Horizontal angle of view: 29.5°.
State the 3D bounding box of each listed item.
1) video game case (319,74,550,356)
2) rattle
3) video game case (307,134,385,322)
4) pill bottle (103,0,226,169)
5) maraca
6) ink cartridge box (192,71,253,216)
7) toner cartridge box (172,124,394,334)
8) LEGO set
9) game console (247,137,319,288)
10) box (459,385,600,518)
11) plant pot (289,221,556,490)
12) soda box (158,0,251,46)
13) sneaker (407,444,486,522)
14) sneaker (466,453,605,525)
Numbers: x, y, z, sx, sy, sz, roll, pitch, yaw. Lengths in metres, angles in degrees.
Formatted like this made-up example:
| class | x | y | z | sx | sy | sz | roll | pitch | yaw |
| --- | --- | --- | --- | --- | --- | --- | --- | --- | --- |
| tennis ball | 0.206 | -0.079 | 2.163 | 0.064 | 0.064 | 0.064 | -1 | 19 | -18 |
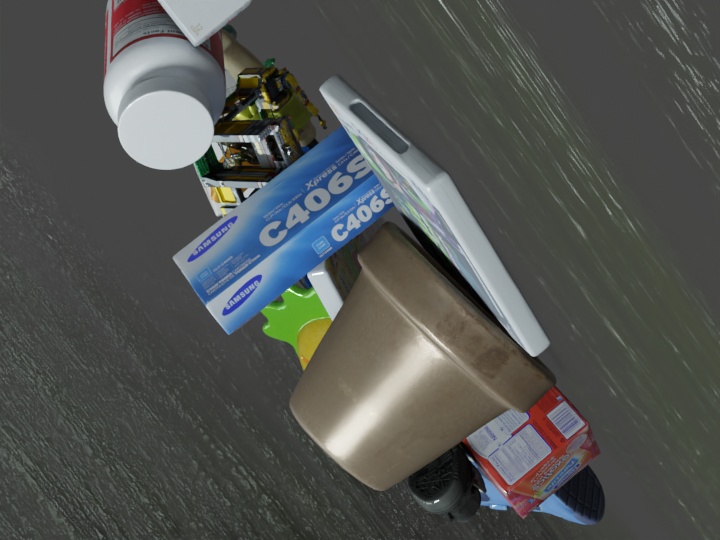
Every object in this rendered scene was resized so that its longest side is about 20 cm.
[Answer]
| class | x | y | z | sx | sy | sz | roll | pitch | yaw |
| --- | --- | --- | --- | --- | --- | --- | --- | --- | --- |
| video game case | 0.057 | -0.042 | 1.051 | 0.200 | 0.023 | 0.182 | 54 | 177 | -40 |
| rattle | -0.151 | -0.184 | 1.465 | 0.200 | 0.143 | 0.130 | 44 | -166 | 16 |
| video game case | 0.000 | 0.000 | 1.323 | 0.200 | 0.023 | 0.183 | 63 | -157 | -43 |
| pill bottle | -0.181 | -0.188 | 1.265 | 0.112 | 0.112 | 0.201 | 54 | -162 | -40 |
| maraca | -0.016 | 0.080 | 1.450 | 0.200 | 0.137 | 0.107 | 36 | -135 | -16 |
| ink cartridge box | -0.175 | -0.188 | 1.626 | 0.145 | 0.084 | 0.201 | 81 | 166 | -51 |
| toner cartridge box | -0.064 | -0.039 | 1.214 | 0.043 | 0.200 | 0.095 | 55 | 175 | -37 |
| LEGO set | -0.069 | -0.099 | 1.323 | 0.115 | 0.154 | 0.201 | 4 | 119 | 38 |
| game console | -0.053 | -0.062 | 1.581 | 0.118 | 0.171 | 0.200 | 5 | 139 | 53 |
| box | 0.120 | 0.118 | 1.277 | 0.200 | 0.100 | 0.096 | 49 | 176 | 29 |
| plant pot | 0.038 | 0.087 | 1.152 | 0.200 | 0.175 | 0.200 | 42 | -177 | -3 |
| soda box | -0.177 | -0.290 | 1.161 | 0.200 | 0.068 | 0.064 | 52 | 177 | -9 |
| sneaker | 0.085 | 0.196 | 1.279 | 0.104 | 0.060 | 0.200 | 52 | -177 | -19 |
| sneaker | 0.165 | 0.216 | 1.446 | 0.199 | 0.082 | 0.074 | 28 | -136 | -8 |
